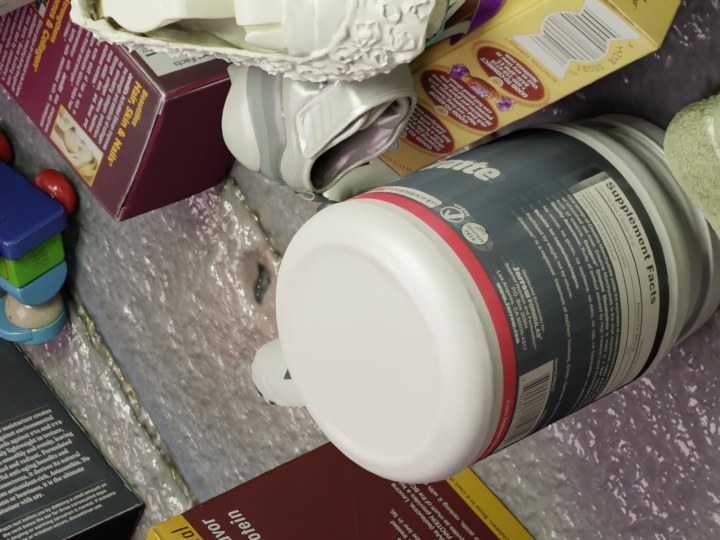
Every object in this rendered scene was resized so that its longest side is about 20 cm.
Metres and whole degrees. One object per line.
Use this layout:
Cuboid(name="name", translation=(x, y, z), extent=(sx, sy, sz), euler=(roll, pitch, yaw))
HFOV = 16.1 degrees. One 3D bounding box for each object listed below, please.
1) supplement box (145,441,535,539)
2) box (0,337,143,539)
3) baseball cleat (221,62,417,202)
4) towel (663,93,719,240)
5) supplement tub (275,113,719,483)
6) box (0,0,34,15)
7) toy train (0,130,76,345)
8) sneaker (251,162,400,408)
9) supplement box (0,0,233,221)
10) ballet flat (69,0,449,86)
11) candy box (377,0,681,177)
Cuboid(name="supplement box", translation=(-0.002, 0.216, 1.432), extent=(0.197, 0.200, 0.133), euler=(47, 137, 23))
Cuboid(name="box", translation=(-0.280, 0.170, 1.794), extent=(0.198, 0.123, 0.200), euler=(49, 138, 22))
Cuboid(name="baseball cleat", translation=(-0.003, -0.131, 1.211), extent=(0.106, 0.070, 0.200), euler=(32, 117, 37))
Cuboid(name="towel", translation=(0.225, -0.005, 1.165), extent=(0.200, 0.036, 0.148), euler=(60, 152, 2))
Cuboid(name="supplement tub", translation=(0.071, 0.009, 1.243), extent=(0.140, 0.200, 0.141), euler=(24, 125, 40))
Cuboid(name="box", translation=(-0.290, -0.214, 1.377), extent=(0.171, 0.199, 0.200), euler=(60, 165, 11))
Cuboid(name="toy train", translation=(-0.273, -0.038, 1.724), extent=(0.200, 0.085, 0.116), euler=(34, 144, 34))
Cuboid(name="sneaker", translation=(0.000, 0.000, 1.420), extent=(0.199, 0.079, 0.130), euler=(-13, 97, 51))
Cuboid(name="supplement box", translation=(-0.157, -0.143, 1.522), extent=(0.200, 0.086, 0.110), euler=(49, 138, 22))
Cuboid(name="ballet flat", translation=(-0.054, -0.120, 1.168), extent=(0.200, 0.072, 0.072), euler=(4, 111, 36))
Cuboid(name="candy box", translation=(0.080, -0.129, 1.225), extent=(0.056, 0.117, 0.200), euler=(39, 145, -18))
